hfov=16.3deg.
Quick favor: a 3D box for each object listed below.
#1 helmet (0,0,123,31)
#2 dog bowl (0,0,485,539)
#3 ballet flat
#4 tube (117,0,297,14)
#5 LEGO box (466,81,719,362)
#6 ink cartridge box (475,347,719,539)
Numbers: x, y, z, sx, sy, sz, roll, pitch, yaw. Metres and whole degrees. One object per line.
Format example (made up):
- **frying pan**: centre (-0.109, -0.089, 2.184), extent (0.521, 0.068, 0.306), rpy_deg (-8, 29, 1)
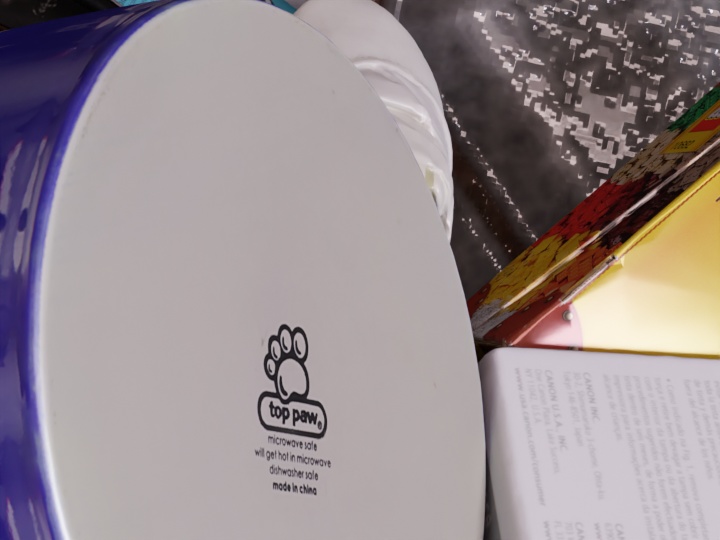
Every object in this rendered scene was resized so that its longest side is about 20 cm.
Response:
- **helmet**: centre (-0.148, -0.009, 0.751), extent (0.200, 0.191, 0.200), rpy_deg (3, 86, -37)
- **dog bowl**: centre (-0.049, 0.036, 0.612), extent (0.079, 0.200, 0.200), rpy_deg (-9, 77, 29)
- **ballet flat**: centre (0.000, 0.000, 0.758), extent (0.069, 0.069, 0.200), rpy_deg (8, 69, -2)
- **tube**: centre (-0.084, -0.097, 0.847), extent (0.200, 0.050, 0.077), rpy_deg (35, 72, 8)
- **LEGO box**: centre (0.146, 0.049, 0.790), extent (0.149, 0.077, 0.200), rpy_deg (-40, 99, -10)
- **ink cartridge box**: centre (0.132, 0.102, 0.682), extent (0.200, 0.057, 0.163), rpy_deg (6, 51, -19)
